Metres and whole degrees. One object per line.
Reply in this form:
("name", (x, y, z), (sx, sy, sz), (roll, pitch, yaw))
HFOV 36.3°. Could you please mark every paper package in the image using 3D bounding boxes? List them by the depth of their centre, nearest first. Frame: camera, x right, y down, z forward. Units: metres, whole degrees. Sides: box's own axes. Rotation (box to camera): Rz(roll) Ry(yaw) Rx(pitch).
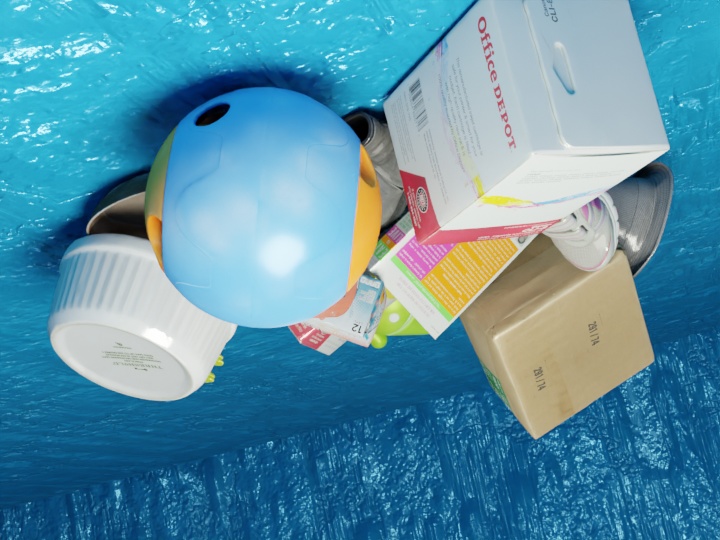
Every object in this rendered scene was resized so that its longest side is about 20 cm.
("paper package", (0.226, 0.064, 1.279), (0.190, 0.104, 0.201), (-32, 132, -4))

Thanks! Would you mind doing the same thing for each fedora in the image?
("fedora", (0.304, -0.061, 1.377), (0.090, 0.178, 0.200), (19, 167, -5))

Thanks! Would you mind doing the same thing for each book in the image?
("book", (0.110, -0.039, 1.184), (0.200, 0.048, 0.134), (-43, 131, 1))

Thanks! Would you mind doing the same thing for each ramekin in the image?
("ramekin", (-0.233, 0.057, 1.149), (0.201, 0.095, 0.203), (12, 147, 8))

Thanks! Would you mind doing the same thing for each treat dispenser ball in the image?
("treat dispenser ball", (-0.082, -0.052, 0.928), (0.199, 0.203, 0.201), (-11, 166, -3))

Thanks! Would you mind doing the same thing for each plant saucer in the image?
("plant saucer", (-0.184, -0.067, 1.133), (0.198, 0.032, 0.200), (-11, 166, -3))

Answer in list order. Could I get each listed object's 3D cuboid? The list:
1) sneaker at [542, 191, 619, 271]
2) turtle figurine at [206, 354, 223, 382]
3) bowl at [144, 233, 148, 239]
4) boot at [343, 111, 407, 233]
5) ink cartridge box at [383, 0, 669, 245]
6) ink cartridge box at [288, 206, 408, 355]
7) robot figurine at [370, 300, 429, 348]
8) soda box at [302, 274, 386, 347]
("sneaker", (0.198, -0.068, 1.127), (0.081, 0.088, 0.201), (-10, 126, 40))
("turtle figurine", (-0.182, 0.049, 1.390), (0.064, 0.162, 0.200), (27, 140, -21))
("bowl", (-0.236, 0.021, 1.297), (0.199, 0.095, 0.201), (-12, 165, -3))
("boot", (-0.004, -0.100, 1.116), (0.131, 0.070, 0.200), (1, 150, -34))
("ink cartridge box", (0.135, -0.126, 0.942), (0.144, 0.147, 0.200), (-5, 165, -26))
("ink cartridge box", (0.000, 0.000, 1.284), (0.200, 0.084, 0.145), (-40, 164, 3))
("robot figurine", (0.060, 0.032, 1.537), (0.175, 0.116, 0.199), (-32, 159, 34))
("soda box", (-0.074, 0.016, 1.162), (0.198, 0.064, 0.068), (19, 168, 9))
